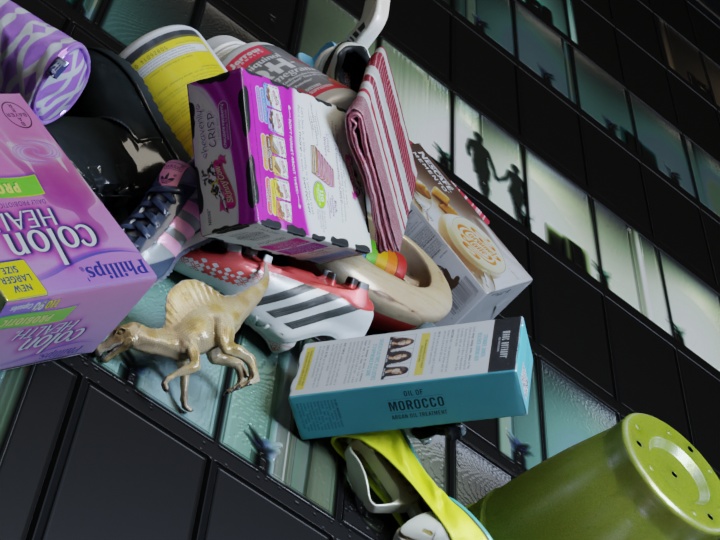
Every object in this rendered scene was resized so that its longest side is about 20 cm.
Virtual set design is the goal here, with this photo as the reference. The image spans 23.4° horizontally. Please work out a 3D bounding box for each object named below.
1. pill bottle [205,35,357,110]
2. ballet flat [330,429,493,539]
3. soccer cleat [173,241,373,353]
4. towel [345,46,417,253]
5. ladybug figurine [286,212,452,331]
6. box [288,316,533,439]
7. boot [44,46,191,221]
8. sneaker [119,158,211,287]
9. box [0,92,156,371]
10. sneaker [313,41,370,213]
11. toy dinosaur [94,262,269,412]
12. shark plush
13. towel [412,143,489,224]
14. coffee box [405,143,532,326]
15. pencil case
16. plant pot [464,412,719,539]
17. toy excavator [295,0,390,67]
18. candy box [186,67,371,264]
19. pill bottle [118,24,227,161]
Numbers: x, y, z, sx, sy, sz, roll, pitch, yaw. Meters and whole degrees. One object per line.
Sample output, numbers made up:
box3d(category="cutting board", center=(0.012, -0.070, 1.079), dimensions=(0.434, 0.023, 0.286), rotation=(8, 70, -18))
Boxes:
box3d(category="pill bottle", center=(-0.086, -0.161, 1.727), dimensions=(0.200, 0.111, 0.111), rotation=(34, 15, 39))
box3d(category="ballet flat", center=(0.043, 0.204, 1.488), dimensions=(0.067, 0.067, 0.200), rotation=(-19, 61, -38))
box3d(category="soccer cleat", center=(-0.086, 0.028, 1.550), dimensions=(0.200, 0.085, 0.069), rotation=(16, 1, -14))
box3d(category="towel", center=(0.020, -0.117, 1.642), dimensions=(0.200, 0.023, 0.144), rotation=(-73, 151, -65))
box3d(category="ladybug figurine", center=(0.000, 0.000, 1.702), dimensions=(0.200, 0.072, 0.136), rotation=(29, 29, -28))
box3d(category="box", center=(0.044, 0.093, 1.494), dimensions=(0.082, 0.200, 0.049), rotation=(-75, 153, -56))
box3d(category="boot", center=(-0.249, -0.122, 1.537), dimensions=(0.162, 0.073, 0.198), rotation=(-10, 57, -52))
box3d(category="sneaker", center=(-0.171, -0.048, 1.471), dimensions=(0.070, 0.082, 0.200), rotation=(17, 35, 24))
box3d(category="box", center=(-0.286, -0.031, 1.311), dimensions=(0.200, 0.097, 0.176), rotation=(53, 27, 15))
box3d(category="sneaker", center=(0.001, -0.138, 1.761), dimensions=(0.080, 0.074, 0.200), rotation=(149, -77, -75))
box3d(category="toy dinosaur", center=(-0.118, 0.052, 1.429), dimensions=(0.200, 0.058, 0.101), rotation=(-23, 89, -42))
box3d(category="shark plush", center=(0.054, 0.103, 1.563), dimensions=(0.091, 0.083, 0.200), rotation=(37, 6, -5))
box3d(category="towel", center=(0.063, -0.101, 2.000), dimensions=(0.200, 0.022, 0.145), rotation=(44, 24, -4))
box3d(category="coffee box", center=(0.074, -0.034, 1.849), dimensions=(0.200, 0.080, 0.114), rotation=(52, 27, 15))
box3d(category="pencil case", center=(-0.322, -0.194, 1.466), dimensions=(0.200, 0.086, 0.084), rotation=(31, -12, 15))
box3d(category="plant pot", center=(0.215, 0.232, 1.530), dimensions=(0.200, 0.193, 0.200), rotation=(33, 28, -21))
box3d(category="toy excavator", center=(-0.013, -0.221, 1.864), dimensions=(0.100, 0.200, 0.195), rotation=(28, 30, -31))
box3d(category="candy box", center=(-0.068, -0.086, 1.515), dimensions=(0.200, 0.061, 0.136), rotation=(14, 66, -60))
box3d(category="pill bottle", center=(-0.147, -0.125, 1.632), dimensions=(0.200, 0.112, 0.112), rotation=(54, 28, 19))
